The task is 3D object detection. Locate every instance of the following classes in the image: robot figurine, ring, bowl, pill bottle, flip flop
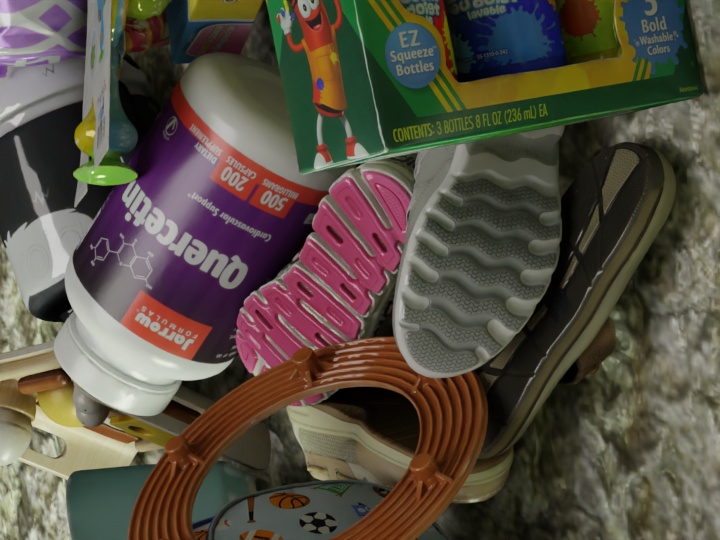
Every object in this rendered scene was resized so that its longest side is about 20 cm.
[{"bbox_3d":[-0.167,-0.046,1.577,0.150,0.125,0.201,-27,76,23],"label":"robot figurine"},{"bbox_3d":[-0.030,0.097,1.274,0.200,0.200,0.019,18,144,51],"label":"ring"},{"bbox_3d":[-0.088,0.195,1.510,0.201,0.105,0.202,-22,-90,-87],"label":"bowl"},{"bbox_3d":[-0.094,-0.017,1.443,0.113,0.112,0.200,48,114,35],"label":"pill bottle"},{"bbox_3d":[0.106,0.021,1.275,0.200,0.057,0.081,-56,37,27],"label":"flip flop"}]

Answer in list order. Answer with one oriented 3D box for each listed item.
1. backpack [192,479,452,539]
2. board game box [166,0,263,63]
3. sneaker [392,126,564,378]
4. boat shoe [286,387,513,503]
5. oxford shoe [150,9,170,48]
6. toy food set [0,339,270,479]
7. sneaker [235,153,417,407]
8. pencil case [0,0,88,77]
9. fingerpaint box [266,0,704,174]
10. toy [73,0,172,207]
[{"bbox_3d":[-0.027,0.196,1.314,0.190,0.199,0.155,34,119,51],"label":"backpack"},{"bbox_3d":[-0.081,-0.217,1.390,0.200,0.040,0.154,127,137,-72],"label":"board game box"},{"bbox_3d":[0.061,-0.037,1.271,0.082,0.074,0.201,-30,40,68],"label":"sneaker"},{"bbox_3d":[0.023,0.104,1.402,0.200,0.072,0.065,15,117,58],"label":"boat shoe"},{"bbox_3d":[-0.134,-0.236,1.536,0.074,0.070,0.201,-164,71,-71],"label":"oxford shoe"},{"bbox_3d":[-0.164,0.103,1.588,0.200,0.143,0.061,-12,57,55],"label":"toy food set"},{"bbox_3d":[0.000,0.000,1.388,0.074,0.087,0.200,43,135,11],"label":"sneaker"},{"bbox_3d":[-0.203,-0.217,1.498,0.085,0.084,0.201,-1,91,40],"label":"pencil case"},{"bbox_3d":[0.054,-0.145,1.171,0.073,0.199,0.168,-11,91,54],"label":"fingerpaint box"},{"bbox_3d":[-0.130,-0.144,1.418,0.115,0.047,0.201,135,141,-69],"label":"toy"}]
